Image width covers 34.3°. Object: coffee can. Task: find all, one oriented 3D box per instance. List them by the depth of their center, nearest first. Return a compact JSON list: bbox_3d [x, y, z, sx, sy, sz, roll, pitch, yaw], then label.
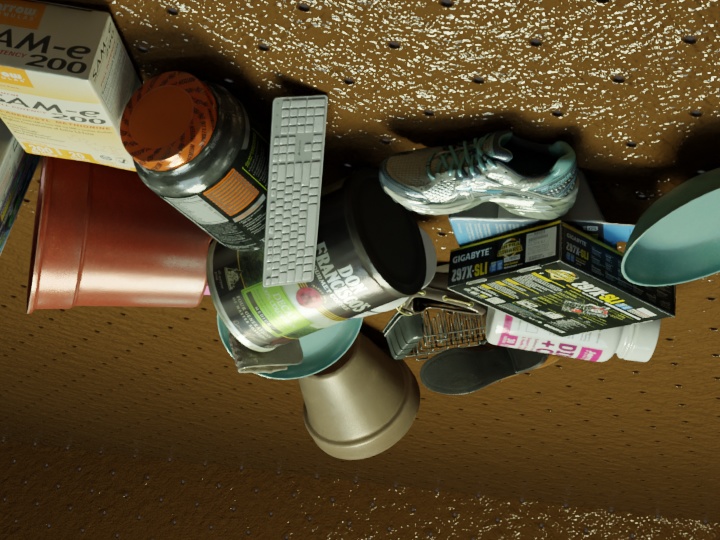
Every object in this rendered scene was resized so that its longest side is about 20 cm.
[{"bbox_3d":[-0.048,-0.009,1.285,0.199,0.147,0.146,-23,147,28],"label":"coffee can"}]

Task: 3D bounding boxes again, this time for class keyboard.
[{"bbox_3d":[-0.066,-0.076,1.153,0.056,0.201,0.011,-4,-152,-19],"label":"keyboard"}]

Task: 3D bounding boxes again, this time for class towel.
[{"bbox_3d":[-0.124,0.056,1.403,0.034,0.133,0.200,-19,171,13],"label":"towel"}]

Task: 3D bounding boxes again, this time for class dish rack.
[{"bbox_3d":[0.141,0.083,1.664,0.199,0.055,0.153,-7,166,-11],"label":"dish rack"}]

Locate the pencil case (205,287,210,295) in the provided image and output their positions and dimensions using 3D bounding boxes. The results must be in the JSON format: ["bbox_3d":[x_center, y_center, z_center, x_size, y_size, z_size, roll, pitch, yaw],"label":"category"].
[{"bbox_3d":[-0.174,0.012,1.589,0.199,0.091,0.094,15,-159,-22],"label":"pencil case"}]

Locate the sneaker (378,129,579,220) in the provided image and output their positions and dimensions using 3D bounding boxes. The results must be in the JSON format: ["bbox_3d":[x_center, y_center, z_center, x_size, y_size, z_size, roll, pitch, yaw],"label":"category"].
[{"bbox_3d":[0.117,-0.106,1.144,0.199,0.078,0.086,2,149,2],"label":"sneaker"}]

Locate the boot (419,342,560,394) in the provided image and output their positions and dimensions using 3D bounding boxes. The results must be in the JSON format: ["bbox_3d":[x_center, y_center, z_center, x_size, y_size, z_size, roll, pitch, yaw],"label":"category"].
[{"bbox_3d":[0.193,0.134,1.712,0.188,0.069,0.200,-23,171,12],"label":"boot"}]

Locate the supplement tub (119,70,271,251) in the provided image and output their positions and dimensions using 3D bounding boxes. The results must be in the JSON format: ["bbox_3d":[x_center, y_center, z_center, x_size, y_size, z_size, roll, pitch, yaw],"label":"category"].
[{"bbox_3d":[-0.145,-0.108,1.164,0.122,0.123,0.200,1,159,24],"label":"supplement tub"}]

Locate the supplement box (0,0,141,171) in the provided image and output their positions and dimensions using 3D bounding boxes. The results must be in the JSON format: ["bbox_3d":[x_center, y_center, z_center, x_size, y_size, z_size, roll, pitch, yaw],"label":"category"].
[{"bbox_3d":[-0.283,-0.174,1.112,0.125,0.074,0.200,10,162,7],"label":"supplement box"}]

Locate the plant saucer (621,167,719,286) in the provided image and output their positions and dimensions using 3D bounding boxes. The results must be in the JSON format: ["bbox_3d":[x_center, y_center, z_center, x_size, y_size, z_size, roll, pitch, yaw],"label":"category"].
[{"bbox_3d":[0.342,-0.050,1.134,0.199,0.036,0.200,-14,153,-7],"label":"plant saucer"}]

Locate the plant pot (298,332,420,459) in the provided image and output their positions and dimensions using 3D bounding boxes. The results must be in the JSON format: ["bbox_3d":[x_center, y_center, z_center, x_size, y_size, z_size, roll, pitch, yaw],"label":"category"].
[{"bbox_3d":[-0.021,0.176,1.885,0.199,0.201,0.175,0,140,26],"label":"plant pot"}]

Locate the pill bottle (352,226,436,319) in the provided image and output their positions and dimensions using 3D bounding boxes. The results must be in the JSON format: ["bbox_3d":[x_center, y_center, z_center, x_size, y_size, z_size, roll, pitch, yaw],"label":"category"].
[{"bbox_3d":[0.000,0.000,1.428,0.111,0.112,0.200,21,158,-32],"label":"pill bottle"}]

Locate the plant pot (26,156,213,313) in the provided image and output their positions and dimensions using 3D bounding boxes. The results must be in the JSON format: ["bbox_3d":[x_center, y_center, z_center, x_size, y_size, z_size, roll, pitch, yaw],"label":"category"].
[{"bbox_3d":[-0.276,-0.041,1.350,0.194,0.202,0.201,6,163,-18],"label":"plant pot"}]

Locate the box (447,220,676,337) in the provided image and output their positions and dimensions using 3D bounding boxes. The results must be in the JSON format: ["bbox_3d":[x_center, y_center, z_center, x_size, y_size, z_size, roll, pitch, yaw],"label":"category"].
[{"bbox_3d":[0.217,0.015,1.260,0.199,0.050,0.159,22,154,-36],"label":"box"}]

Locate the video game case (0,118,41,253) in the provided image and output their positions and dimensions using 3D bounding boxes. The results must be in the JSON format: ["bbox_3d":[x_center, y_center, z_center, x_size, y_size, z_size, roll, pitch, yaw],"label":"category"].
[{"bbox_3d":[-0.390,-0.079,1.250,0.023,0.201,0.182,19,160,-6],"label":"video game case"}]

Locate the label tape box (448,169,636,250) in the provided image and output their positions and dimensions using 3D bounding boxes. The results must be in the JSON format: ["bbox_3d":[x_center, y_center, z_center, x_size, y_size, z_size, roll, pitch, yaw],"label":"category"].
[{"bbox_3d":[0.203,-0.052,1.247,0.199,0.064,0.144,2,160,13],"label":"label tape box"}]

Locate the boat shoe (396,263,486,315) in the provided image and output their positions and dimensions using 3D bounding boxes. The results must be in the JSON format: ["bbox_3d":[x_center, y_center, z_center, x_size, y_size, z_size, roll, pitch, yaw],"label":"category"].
[{"bbox_3d":[0.077,0.028,1.550,0.199,0.060,0.072,1,160,24],"label":"boat shoe"}]

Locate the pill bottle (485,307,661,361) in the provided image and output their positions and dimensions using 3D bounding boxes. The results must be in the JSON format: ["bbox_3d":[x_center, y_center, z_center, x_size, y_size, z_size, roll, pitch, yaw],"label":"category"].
[{"bbox_3d":[0.261,0.050,1.438,0.199,0.114,0.113,9,162,1],"label":"pill bottle"}]

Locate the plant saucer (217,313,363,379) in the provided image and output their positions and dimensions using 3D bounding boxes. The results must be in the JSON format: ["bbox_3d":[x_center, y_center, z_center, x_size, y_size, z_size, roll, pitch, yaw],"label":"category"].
[{"bbox_3d":[-0.094,0.051,1.562,0.199,0.201,0.027,17,-163,-21],"label":"plant saucer"}]
